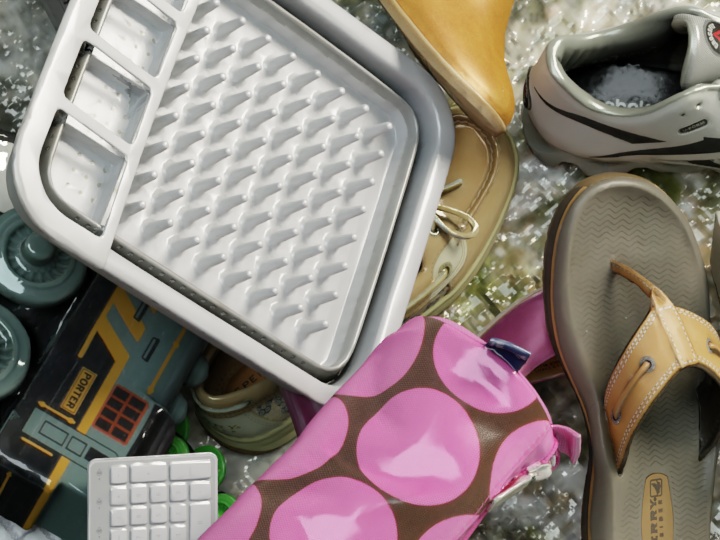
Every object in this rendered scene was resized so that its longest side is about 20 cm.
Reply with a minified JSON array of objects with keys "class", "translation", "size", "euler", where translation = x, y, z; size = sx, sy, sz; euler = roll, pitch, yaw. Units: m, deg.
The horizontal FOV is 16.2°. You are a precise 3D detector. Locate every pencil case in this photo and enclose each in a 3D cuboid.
[{"class":"pencil case","translation":[-0.005,0.111,1.018],"size":[0.094,0.091,0.200],"euler":[38,73,16]}]

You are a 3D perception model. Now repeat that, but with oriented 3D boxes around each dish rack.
[{"class":"dish rack","translation":[-0.057,-0.048,1.074],"size":[0.200,0.043,0.172],"euler":[33,59,-28]}]

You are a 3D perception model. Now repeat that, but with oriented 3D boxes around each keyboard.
[{"class":"keyboard","translation":[-0.085,0.176,1.038],"size":[0.056,0.011,0.201],"euler":[-1,94,-19]}]

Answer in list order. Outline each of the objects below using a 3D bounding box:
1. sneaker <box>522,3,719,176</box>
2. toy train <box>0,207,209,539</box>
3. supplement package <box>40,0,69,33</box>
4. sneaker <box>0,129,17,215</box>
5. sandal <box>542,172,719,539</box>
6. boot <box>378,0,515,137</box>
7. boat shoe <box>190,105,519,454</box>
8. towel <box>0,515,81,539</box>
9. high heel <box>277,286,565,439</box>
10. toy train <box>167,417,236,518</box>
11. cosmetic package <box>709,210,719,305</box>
[{"class":"sneaker","translation":[0.174,-0.085,1.158],"size":[0.199,0.089,0.075],"euler":[-6,70,2]},{"class":"toy train","translation":[-0.117,0.022,1.093],"size":[0.114,0.085,0.201],"euler":[31,60,-5]},{"class":"supplement package","translation":[-0.112,-0.177,1.153],"size":[0.109,0.200,0.114],"euler":[-27,72,-4]},{"class":"sneaker","translation":[-0.238,-0.044,1.193],"size":[0.198,0.081,0.116],"euler":[3,63,6]},{"class":"sandal","translation":[0.127,0.058,1.093],"size":[0.081,0.055,0.201],"euler":[-3,92,-27]},{"class":"boot","translation":[0.068,-0.163,1.173],"size":[0.144,0.071,0.202],"euler":[-34,47,5]},{"class":"boat shoe","translation":[0.000,0.000,1.157],"size":[0.073,0.063,0.200],"euler":[37,79,15]},{"class":"towel","translation":[-0.161,0.182,1.105],"size":[0.165,0.086,0.200],"euler":[-41,74,-12]},{"class":"high heel","translation":[0.067,0.065,1.119],"size":[0.199,0.067,0.096],"euler":[-14,72,-19]},{"class":"toy train","translation":[-0.092,0.093,1.128],"size":[0.200,0.042,0.057],"euler":[44,102,33]},{"class":"cosmetic package","translation":[0.263,0.009,1.125],"size":[0.199,0.071,0.106],"euler":[-11,71,2]}]
